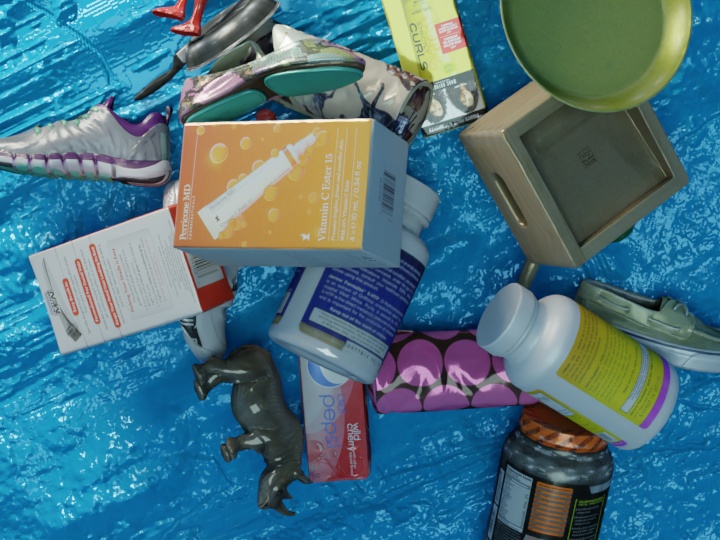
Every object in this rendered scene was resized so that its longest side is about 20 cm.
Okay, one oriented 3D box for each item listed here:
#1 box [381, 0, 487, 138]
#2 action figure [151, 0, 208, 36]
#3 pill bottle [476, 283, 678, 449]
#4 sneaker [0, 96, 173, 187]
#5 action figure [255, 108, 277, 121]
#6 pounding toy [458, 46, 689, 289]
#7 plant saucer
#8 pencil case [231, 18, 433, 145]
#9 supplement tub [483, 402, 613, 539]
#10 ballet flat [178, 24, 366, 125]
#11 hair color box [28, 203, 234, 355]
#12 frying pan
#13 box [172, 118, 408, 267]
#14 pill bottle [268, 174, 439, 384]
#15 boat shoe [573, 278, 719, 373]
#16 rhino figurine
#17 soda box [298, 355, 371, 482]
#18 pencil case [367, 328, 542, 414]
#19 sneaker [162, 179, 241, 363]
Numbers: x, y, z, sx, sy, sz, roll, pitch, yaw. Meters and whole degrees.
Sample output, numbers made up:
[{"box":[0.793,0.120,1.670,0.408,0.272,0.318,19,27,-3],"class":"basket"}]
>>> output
[{"box":[0.068,-0.241,1.616,0.075,0.050,0.202,-15,106,6],"class":"box"},{"box":[-0.178,-0.337,1.572,0.098,0.065,0.202,12,78,21],"class":"action figure"},{"box":[0.216,0.092,1.620,0.199,0.104,0.105,32,105,-19],"class":"pill bottle"},{"box":[-0.291,-0.138,1.657,0.198,0.074,0.088,5,88,-6],"class":"sneaker"},{"box":[-0.064,-0.075,1.649,0.065,0.051,0.201,-40,118,-33],"class":"action figure"},{"box":[0.204,-0.087,1.618,0.184,0.142,0.201,-35,105,-16],"class":"pounding toy"},{"box":[0.221,-0.247,1.532,0.198,0.031,0.202,2,84,-16],"class":"plant saucer"},{"box":[-0.032,-0.180,1.597,0.199,0.078,0.090,23,75,13],"class":"pencil case"},{"box":[0.202,0.249,1.726,0.121,0.123,0.202,10,107,-2],"class":"supplement tub"},{"box":[-0.091,-0.193,1.545,0.199,0.069,0.072,-17,69,22],"class":"ballet flat"},{"box":[-0.235,0.007,1.641,0.199,0.064,0.112,-16,94,32],"class":"hair color box"},{"box":[-0.152,-0.232,1.616,0.189,0.115,0.031,-11,121,51],"class":"frying pan"},{"box":[-0.066,-0.072,1.531,0.198,0.097,0.126,0,80,23],"class":"box"},{"box":[0.000,0.000,1.609,0.119,0.120,0.201,26,83,-7],"class":"pill bottle"},{"box":[0.317,0.059,1.693,0.198,0.072,0.063,12,106,0],"class":"boat shoe"},{"box":[-0.105,0.171,1.697,0.087,0.060,0.201,-25,103,-17],"class":"rhino figurine"},{"box":[-0.029,0.123,1.723,0.069,0.063,0.202,-4,106,2],"class":"soda box"},{"box":[0.104,0.100,1.705,0.198,0.091,0.095,-3,81,0],"class":"pencil case"},{"box":[-0.136,-0.001,1.680,0.114,0.075,0.202,-7,103,6],"class":"sneaker"}]
